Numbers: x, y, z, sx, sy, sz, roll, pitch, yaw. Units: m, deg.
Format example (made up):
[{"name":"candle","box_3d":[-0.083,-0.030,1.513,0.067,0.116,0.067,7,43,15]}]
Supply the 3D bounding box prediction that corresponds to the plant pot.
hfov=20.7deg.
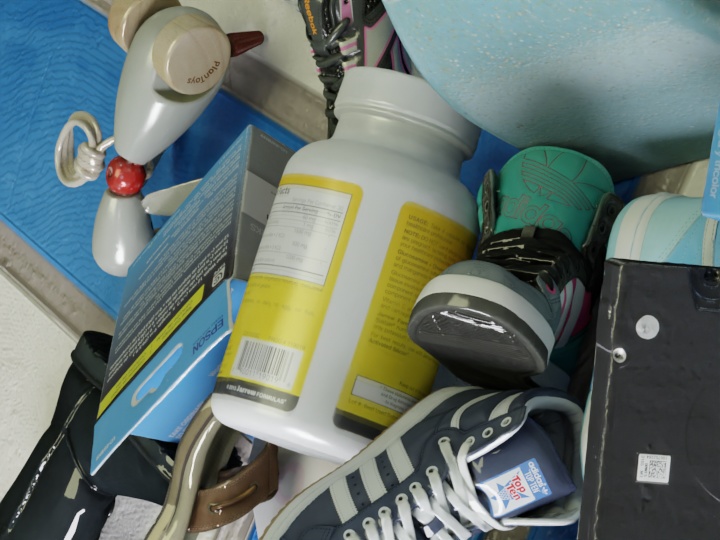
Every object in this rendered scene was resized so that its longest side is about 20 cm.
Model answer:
[{"name":"plant pot","box_3d":[0.117,-0.172,0.959,0.195,0.199,0.198,-13,71,45]}]

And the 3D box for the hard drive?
[{"name":"hard drive","box_3d":[0.166,0.100,0.865,0.038,0.138,0.202,-148,62,-84]}]

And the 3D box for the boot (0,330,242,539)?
[{"name":"boot","box_3d":[-0.165,0.154,1.283,0.200,0.076,0.169,40,108,50]}]

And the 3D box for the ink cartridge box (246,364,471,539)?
[{"name":"ink cartridge box","box_3d":[-0.007,0.064,1.152,0.162,0.057,0.201,-34,61,38]}]

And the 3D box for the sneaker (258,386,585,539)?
[{"name":"sneaker","box_3d":[0.031,0.121,0.943,0.108,0.200,0.070,-7,119,51]}]

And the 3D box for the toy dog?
[{"name":"toy dog","box_3d":[-0.121,-0.098,1.312,0.201,0.096,0.132,-59,44,40]}]

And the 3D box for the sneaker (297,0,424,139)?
[{"name":"sneaker","box_3d":[-0.004,-0.136,1.170,0.080,0.086,0.202,-2,78,51]}]

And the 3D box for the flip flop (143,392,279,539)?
[{"name":"flip flop","box_3d":[-0.080,0.129,1.140,0.057,0.081,0.201,27,101,10]}]

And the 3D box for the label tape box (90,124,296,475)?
[{"name":"label tape box","box_3d":[-0.089,0.027,1.185,0.143,0.066,0.201,-47,25,29]}]

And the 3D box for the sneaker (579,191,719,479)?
[{"name":"sneaker","box_3d":[0.175,0.054,0.926,0.130,0.079,0.202,-10,74,48]}]

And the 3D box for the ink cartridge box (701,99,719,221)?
[{"name":"ink cartridge box","box_3d":[0.270,-0.071,0.799,0.199,0.146,0.147,8,85,50]}]

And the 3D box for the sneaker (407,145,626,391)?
[{"name":"sneaker","box_3d":[0.084,-0.007,0.980,0.083,0.200,0.122,14,80,14]}]

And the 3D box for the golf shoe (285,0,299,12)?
[{"name":"golf shoe","box_3d":[-0.082,-0.237,1.281,0.200,0.097,0.079,44,114,47]}]

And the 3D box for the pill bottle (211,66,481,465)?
[{"name":"pill bottle","box_3d":[0.000,0.000,1.055,0.112,0.112,0.202,9,78,49]}]
